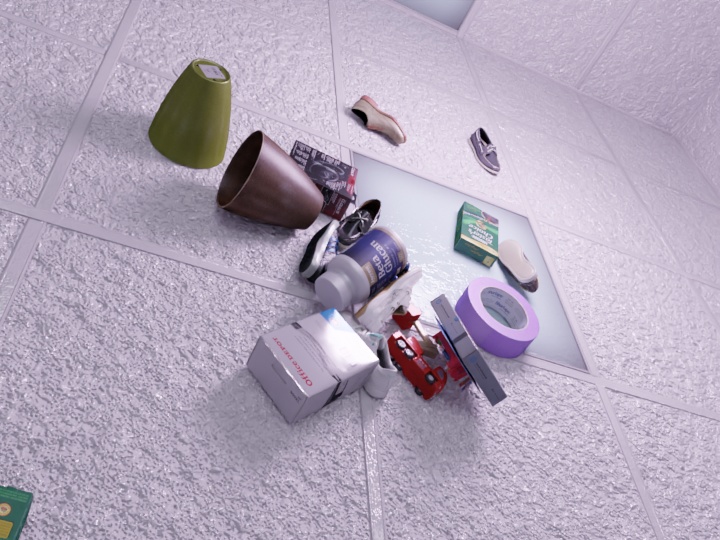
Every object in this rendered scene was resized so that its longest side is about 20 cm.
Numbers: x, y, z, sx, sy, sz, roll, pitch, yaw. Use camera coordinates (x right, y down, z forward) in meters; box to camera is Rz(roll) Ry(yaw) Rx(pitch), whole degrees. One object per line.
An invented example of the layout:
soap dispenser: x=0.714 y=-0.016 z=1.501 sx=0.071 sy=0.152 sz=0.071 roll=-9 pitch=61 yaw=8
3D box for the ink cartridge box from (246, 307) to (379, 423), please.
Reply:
ink cartridge box: x=-0.086 y=0.168 z=1.274 sx=0.198 sy=0.085 sz=0.145 roll=-17 pitch=57 yaw=-48

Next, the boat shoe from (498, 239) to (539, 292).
boat shoe: x=0.428 y=-0.014 z=1.891 sx=0.060 sy=0.071 sz=0.201 roll=59 pitch=5 yaw=-34

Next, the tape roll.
tape roll: x=0.326 y=0.110 z=1.666 sx=0.197 sy=0.066 sz=0.202 roll=21 pitch=38 yaw=-17

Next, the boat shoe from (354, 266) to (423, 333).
boat shoe: x=0.072 y=0.064 z=1.460 sx=0.199 sy=0.071 sz=0.070 roll=-38 pitch=88 yaw=-34

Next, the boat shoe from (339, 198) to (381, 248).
boat shoe: x=-0.008 y=-0.117 z=1.686 sx=0.072 sy=0.068 sz=0.200 roll=39 pitch=38 yaw=8

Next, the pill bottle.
pill bottle: x=0.000 y=0.000 z=1.458 sx=0.111 sy=0.112 sz=0.199 roll=42 pitch=54 yaw=15

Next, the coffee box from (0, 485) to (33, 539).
coffee box: x=-0.475 y=0.340 z=0.804 sx=0.121 sy=0.044 sz=0.202 roll=19 pitch=37 yaw=-16

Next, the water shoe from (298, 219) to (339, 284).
water shoe: x=-0.078 y=-0.032 z=1.548 sx=0.079 sy=0.071 sz=0.201 roll=45 pitch=37 yaw=-17

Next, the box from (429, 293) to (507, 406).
box: x=0.221 y=0.162 z=1.444 sx=0.157 sy=0.041 sz=0.201 roll=55 pitch=5 yaw=-33

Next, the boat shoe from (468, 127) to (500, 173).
boat shoe: x=0.424 y=-0.406 z=2.347 sx=0.072 sy=0.063 sz=0.202 roll=8 pitch=42 yaw=-29

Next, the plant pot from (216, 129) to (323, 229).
plant pot: x=-0.187 y=-0.177 z=1.552 sx=0.198 sy=0.187 sz=0.189 roll=29 pitch=33 yaw=-29

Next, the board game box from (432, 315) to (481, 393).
board game box: x=0.185 y=0.179 z=1.448 sx=0.159 sy=0.039 sz=0.200 roll=57 pitch=5 yaw=-7

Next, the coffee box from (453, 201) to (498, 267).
coffee box: x=0.324 y=-0.103 z=1.932 sx=0.122 sy=0.044 sz=0.201 roll=28 pitch=36 yaw=-6

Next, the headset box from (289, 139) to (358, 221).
headset box: x=-0.097 y=-0.221 z=1.733 sx=0.197 sy=0.078 sz=0.150 roll=24 pitch=37 yaw=-12

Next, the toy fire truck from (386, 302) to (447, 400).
toy fire truck: x=0.119 y=0.164 z=1.461 sx=0.200 sy=0.049 sz=0.140 roll=49 pitch=35 yaw=18

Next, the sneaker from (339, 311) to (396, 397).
sneaker: x=0.013 y=0.145 z=1.372 sx=0.074 sy=0.089 sz=0.201 roll=-8 pitch=51 yaw=-40

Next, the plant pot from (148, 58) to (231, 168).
plant pot: x=-0.371 y=-0.373 z=1.603 sx=0.184 sy=0.201 sz=0.189 roll=20 pitch=37 yaw=-15

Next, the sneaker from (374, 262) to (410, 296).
sneaker: x=0.083 y=-0.008 z=1.607 sx=0.076 sy=0.086 sz=0.202 roll=21 pitch=36 yaw=-14

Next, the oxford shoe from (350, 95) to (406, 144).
oxford shoe: x=0.054 y=-0.447 z=2.139 sx=0.199 sy=0.071 sz=0.075 roll=41 pitch=63 yaw=10
